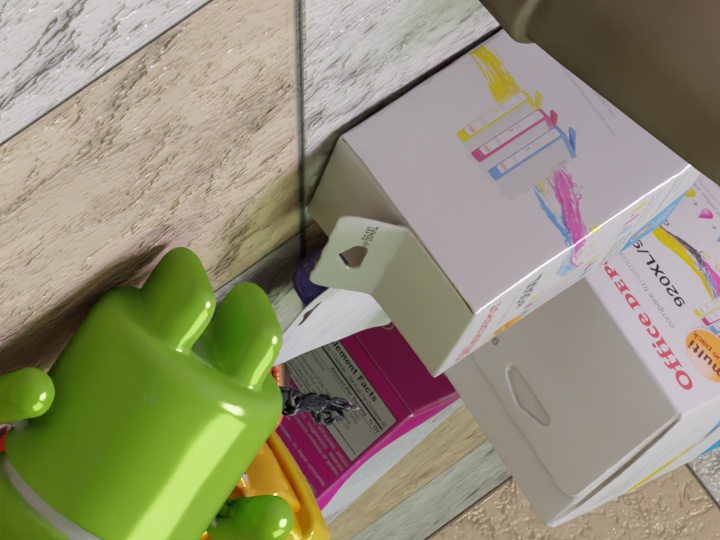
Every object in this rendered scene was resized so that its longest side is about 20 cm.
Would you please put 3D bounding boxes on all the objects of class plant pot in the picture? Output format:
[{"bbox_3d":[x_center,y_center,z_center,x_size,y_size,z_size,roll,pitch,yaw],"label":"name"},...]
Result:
[{"bbox_3d":[0.180,-0.136,1.464,0.200,0.174,0.200,-34,170,-7],"label":"plant pot"}]

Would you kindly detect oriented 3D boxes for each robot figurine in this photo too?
[{"bbox_3d":[-0.119,0.090,1.554,0.200,0.175,0.116,-56,-156,13],"label":"robot figurine"}]

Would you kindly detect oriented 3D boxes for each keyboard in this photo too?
[{"bbox_3d":[-0.076,0.070,1.704,0.200,0.127,0.021,16,84,-74],"label":"keyboard"}]

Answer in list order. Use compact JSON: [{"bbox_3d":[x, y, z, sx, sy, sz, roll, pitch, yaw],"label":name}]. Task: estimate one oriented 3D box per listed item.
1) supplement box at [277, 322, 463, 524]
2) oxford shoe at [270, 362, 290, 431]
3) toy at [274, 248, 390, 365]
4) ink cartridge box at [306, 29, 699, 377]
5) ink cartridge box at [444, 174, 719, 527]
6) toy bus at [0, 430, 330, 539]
[{"bbox_3d":[-0.024,0.103,2.039,0.200,0.103,0.101,-42,167,34],"label":"supplement box"},{"bbox_3d":[-0.078,0.071,1.880,0.200,0.071,0.073,109,3,-61],"label":"oxford shoe"},{"bbox_3d":[0.000,0.000,1.815,0.115,0.047,0.200,-45,165,25],"label":"toy"},{"bbox_3d":[0.072,-0.043,1.646,0.200,0.125,0.129,-34,170,-18],"label":"ink cartridge box"},{"bbox_3d":[0.177,0.044,1.869,0.200,0.147,0.145,-21,162,-46],"label":"ink cartridge box"},{"bbox_3d":[-0.144,0.140,1.739,0.200,0.136,0.192,-33,143,1],"label":"toy bus"}]
